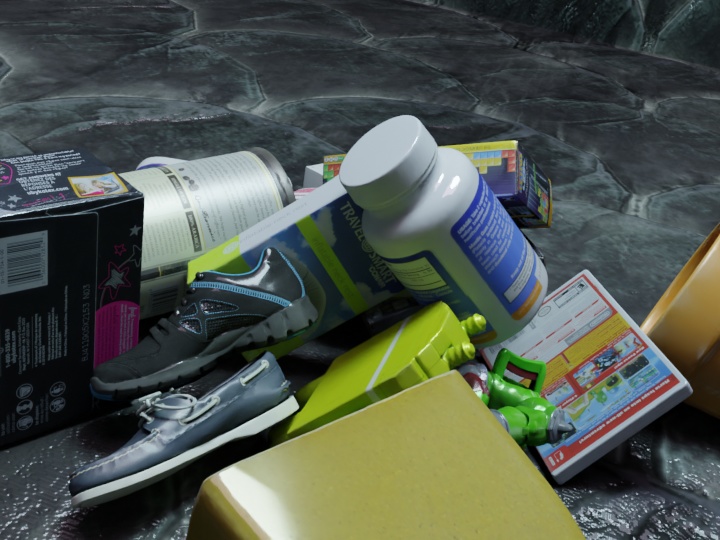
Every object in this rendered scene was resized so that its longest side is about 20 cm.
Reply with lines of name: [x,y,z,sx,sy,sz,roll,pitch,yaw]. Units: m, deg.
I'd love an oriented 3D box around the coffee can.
coffee can: [-0.180,-0.037,0.884,0.198,0.148,0.146,-15,36,-31]

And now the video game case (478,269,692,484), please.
video game case: [0.205,0.093,0.834,0.017,0.142,0.200,48,9,-31]

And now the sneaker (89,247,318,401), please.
sneaker: [-0.138,0.048,0.739,0.198,0.083,0.073,-23,-4,-20]

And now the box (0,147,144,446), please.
box: [-0.265,0.017,0.715,0.131,0.202,0.114,-15,35,-41]

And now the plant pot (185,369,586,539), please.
plant pot: [0.029,0.212,0.475,0.193,0.197,0.200,-16,45,-41]

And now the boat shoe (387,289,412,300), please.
boat shoe: [0.000,0.001,0.894,0.199,0.063,0.074,-12,36,19]

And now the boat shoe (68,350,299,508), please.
boat shoe: [-0.137,0.119,0.674,0.199,0.075,0.062,-22,85,-33]

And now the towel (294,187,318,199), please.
towel: [-0.066,-0.059,1.068,0.145,0.030,0.200,4,26,30]

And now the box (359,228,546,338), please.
box: [0.083,-0.003,0.963,0.198,0.049,0.162,-21,36,-5]

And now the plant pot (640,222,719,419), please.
plant pot: [0.389,0.076,0.871,0.183,0.201,0.200,37,34,13]

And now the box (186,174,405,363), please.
box: [-0.046,-0.002,0.813,0.199,0.122,0.048,-29,30,8]

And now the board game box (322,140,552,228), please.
board game box: [0.083,-0.079,0.892,0.198,0.057,0.165,-2,-7,24]

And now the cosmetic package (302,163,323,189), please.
cosmetic package: [0.017,-0.089,1.174,0.199,0.051,0.082,32,32,35]

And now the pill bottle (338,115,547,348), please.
pill bottle: [0.071,-0.034,0.755,0.111,0.200,0.113,-28,33,20]

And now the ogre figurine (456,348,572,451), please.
ogre figurine: [0.103,0.116,0.760,0.119,0.099,0.200,7,-15,-14]

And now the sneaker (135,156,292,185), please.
sneaker: [-0.185,-0.061,1.017,0.198,0.081,0.147,6,45,-2]

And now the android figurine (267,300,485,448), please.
android figurine: [0.015,0.091,0.715,0.041,0.199,0.182,54,27,-10]
